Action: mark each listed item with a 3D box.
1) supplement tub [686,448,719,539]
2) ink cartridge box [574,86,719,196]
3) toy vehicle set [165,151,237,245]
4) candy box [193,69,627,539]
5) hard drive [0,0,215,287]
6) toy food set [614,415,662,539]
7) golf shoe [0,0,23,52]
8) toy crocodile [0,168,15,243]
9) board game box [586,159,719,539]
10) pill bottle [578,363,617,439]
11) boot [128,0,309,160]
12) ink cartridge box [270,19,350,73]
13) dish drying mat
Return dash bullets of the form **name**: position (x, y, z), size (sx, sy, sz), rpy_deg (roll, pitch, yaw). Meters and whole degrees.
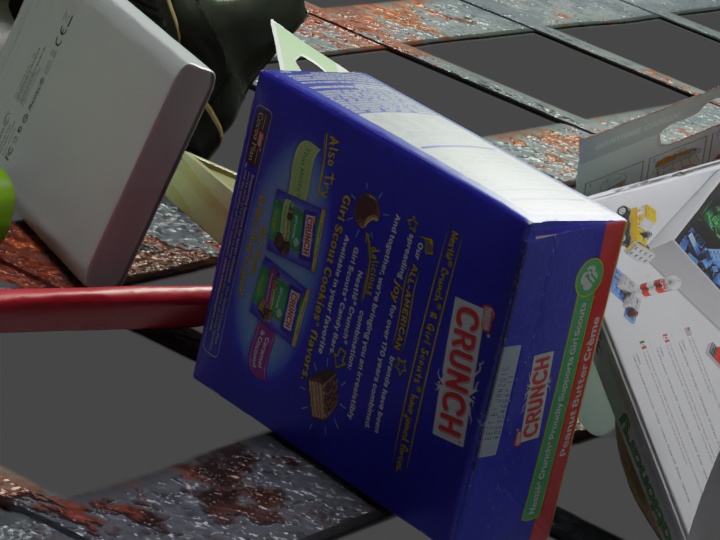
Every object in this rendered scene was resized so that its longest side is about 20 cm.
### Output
- **supplement tub**: position (0.239, 0.148, 1.278), size (0.199, 0.146, 0.145), rpy_deg (17, 17, 0)
- **ink cartridge box**: position (0.167, -0.045, 1.576), size (0.160, 0.201, 0.050), rpy_deg (-22, 55, -15)
- **toy vehicle set**: position (0.000, 0.000, 1.644), size (0.199, 0.027, 0.124), rpy_deg (23, 10, -35)
- **candy box**: position (0.020, 0.015, 1.454), size (0.077, 0.170, 0.200), rpy_deg (-4, 26, -41)
- **hard drive**: position (-0.154, -0.086, 1.673), size (0.027, 0.133, 0.200), rpy_deg (19, 13, -33)
- **toy food set**: position (0.219, 0.077, 1.483), size (0.199, 0.199, 0.049), rpy_deg (-8, -20, -13)
- **golf shoe**: position (-0.188, -0.160, 1.919), size (0.199, 0.095, 0.078), rpy_deg (1, 49, -36)
- **toy crocodile**: position (-0.268, -0.064, 1.642), size (0.199, 0.062, 0.067), rpy_deg (20, 17, 27)
- **board game box**: position (0.181, 0.048, 1.442), size (0.125, 0.201, 0.035), rpy_deg (-15, -18, -15)
- **pill bottle**: position (0.216, 0.060, 1.589), size (0.199, 0.113, 0.112), rpy_deg (9, 18, -24)
- **boot**: position (-0.100, -0.175, 1.826), size (0.077, 0.201, 0.139), rpy_deg (25, 62, 25)
- **ink cartridge box**: position (0.021, -0.064, 1.819), size (0.199, 0.048, 0.146), rpy_deg (30, 14, -14)
- **dish drying mat**: position (-0.139, 0.020, 1.505), size (0.199, 0.018, 0.077), rpy_deg (0, -9, -43)
